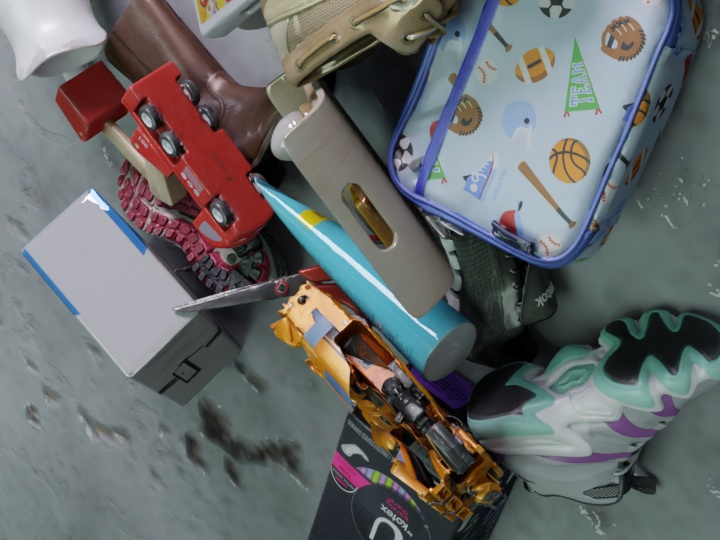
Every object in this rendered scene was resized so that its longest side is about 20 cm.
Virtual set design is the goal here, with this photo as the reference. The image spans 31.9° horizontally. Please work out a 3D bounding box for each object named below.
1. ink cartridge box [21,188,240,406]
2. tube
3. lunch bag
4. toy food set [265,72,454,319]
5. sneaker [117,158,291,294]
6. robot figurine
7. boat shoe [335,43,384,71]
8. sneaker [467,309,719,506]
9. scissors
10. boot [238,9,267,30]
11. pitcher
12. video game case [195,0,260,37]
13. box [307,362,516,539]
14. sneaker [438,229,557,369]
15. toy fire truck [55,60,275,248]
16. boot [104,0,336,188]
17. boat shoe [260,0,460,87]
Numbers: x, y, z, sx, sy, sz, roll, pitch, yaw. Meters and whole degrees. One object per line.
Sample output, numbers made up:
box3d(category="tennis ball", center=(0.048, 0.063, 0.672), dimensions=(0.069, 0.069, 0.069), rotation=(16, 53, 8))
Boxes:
box3d(category="ink cartridge box", center=(-0.194, 0.030, 1.107), dimensions=(0.146, 0.084, 0.200), rotation=(46, 175, 12))
box3d(category="tube", center=(0.000, 0.000, 0.923), dimensions=(0.200, 0.051, 0.077), rotation=(42, -178, 30))
box3d(category="lunch bag", center=(0.104, -0.107, 0.770), dimensions=(0.159, 0.075, 0.202), rotation=(30, 108, 22))
box3d(category="toy food set", center=(-0.011, -0.056, 0.845), dimensions=(0.060, 0.200, 0.144), rotation=(-36, 108, 6))
box3d(category="sneaker", center=(-0.139, -0.042, 1.093), dimensions=(0.081, 0.074, 0.200), rotation=(-47, 64, 10))
box3d(category="robot figurine", center=(0.024, 0.099, 0.891), dimensions=(0.200, 0.058, 0.145), rotation=(46, 178, 32))
box3d(category="boat shoe", center=(0.014, -0.194, 0.855), dimensions=(0.199, 0.065, 0.073), rotation=(-22, 104, 52))
box3d(category="sneaker", center=(0.188, 0.110, 0.885), dimensions=(0.198, 0.078, 0.140), rotation=(-18, 124, 33))
box3d(category="scissors", center=(-0.049, 0.005, 0.989), dimensions=(0.197, 0.014, 0.074), rotation=(4, 96, 5))
box3d(category="boot", center=(-0.048, -0.260, 0.880), dimensions=(0.200, 0.073, 0.097), rotation=(-41, 69, 48))
box3d(category="pitcher", center=(-0.284, -0.257, 1.068), dimensions=(0.172, 0.120, 0.202), rotation=(169, 77, -82))
box3d(category="video game case", center=(-0.077, -0.280, 0.824), dimensions=(0.181, 0.023, 0.203), rotation=(-19, 82, 56))
box3d(category="box", center=(0.043, 0.189, 1.036), dimensions=(0.122, 0.106, 0.202), rotation=(36, 135, 22))
box3d(category="sneaker", center=(0.102, -0.006, 0.892), dimensions=(0.090, 0.066, 0.202), rotation=(23, 133, 28))
box3d(category="toy fire truck", center=(-0.159, -0.095, 1.019), dimensions=(0.201, 0.049, 0.141), rotation=(53, 151, -1))
box3d(category="boot", center=(-0.121, -0.168, 1.005), dimensions=(0.201, 0.064, 0.187), rotation=(51, 138, 11))
box3d(category="boat shoe", center=(0.030, -0.161, 0.741), dimensions=(0.198, 0.071, 0.065), rotation=(-14, 94, 38))
